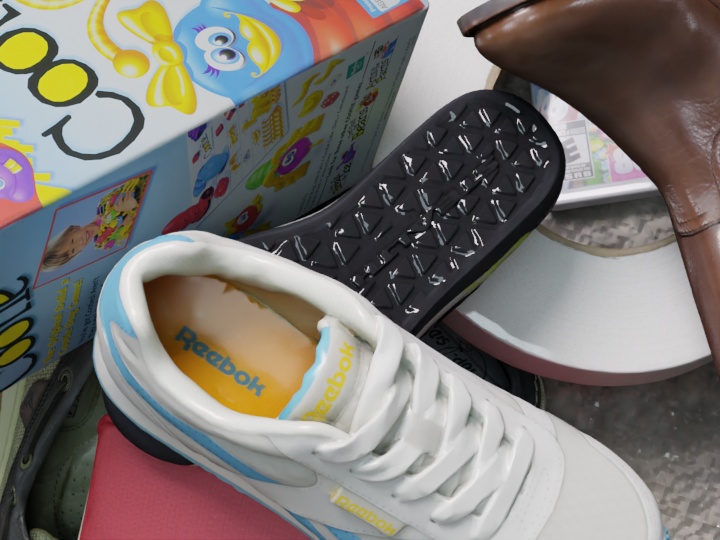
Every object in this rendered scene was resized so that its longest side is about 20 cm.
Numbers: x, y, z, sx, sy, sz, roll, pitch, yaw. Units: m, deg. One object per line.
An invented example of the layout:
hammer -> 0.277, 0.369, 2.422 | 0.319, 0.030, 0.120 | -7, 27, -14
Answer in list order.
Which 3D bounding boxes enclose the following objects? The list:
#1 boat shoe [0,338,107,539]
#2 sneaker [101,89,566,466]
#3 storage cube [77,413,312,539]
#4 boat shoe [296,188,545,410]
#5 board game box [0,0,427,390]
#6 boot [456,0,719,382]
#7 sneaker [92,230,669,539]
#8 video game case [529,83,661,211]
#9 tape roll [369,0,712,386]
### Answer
boat shoe -> -0.121, 0.109, 0.778 | 0.071, 0.066, 0.202 | 3, 103, -24
sneaker -> -0.004, 0.011, 0.689 | 0.199, 0.083, 0.072 | -33, 81, -17
storage cube -> -0.007, 0.157, 0.719 | 0.179, 0.200, 0.172 | 9, 84, 16
boat shoe -> -0.002, 0.002, 0.803 | 0.074, 0.066, 0.200 | -41, 79, -1
board game box -> -0.091, -0.055, 0.663 | 0.199, 0.105, 0.103 | -31, 68, -33
boot -> 0.124, -0.006, 0.673 | 0.064, 0.186, 0.201 | -22, 76, 43
sneaker -> 0.006, 0.054, 0.591 | 0.199, 0.081, 0.077 | 25, 74, 0
video game case -> 0.139, -0.135, 0.825 | 0.142, 0.018, 0.202 | -8, 81, 8
tape roll -> 0.100, -0.054, 0.770 | 0.201, 0.037, 0.204 | 1, 77, -4
